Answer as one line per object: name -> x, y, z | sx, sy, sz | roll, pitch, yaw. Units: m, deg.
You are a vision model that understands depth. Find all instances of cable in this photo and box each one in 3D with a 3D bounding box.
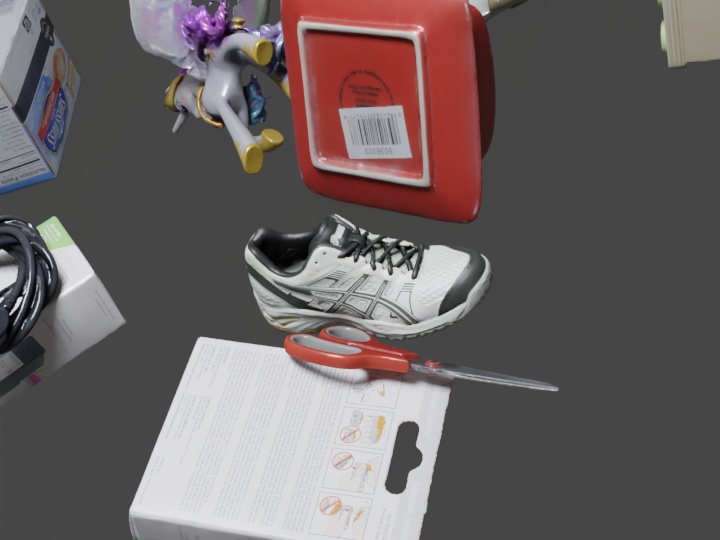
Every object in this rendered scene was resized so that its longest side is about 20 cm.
cable -> -0.339, 0.034, 0.995 | 0.162, 0.051, 0.201 | 7, 52, 37

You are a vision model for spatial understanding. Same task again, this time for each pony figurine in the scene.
pony figurine -> -0.134, -0.206, 1.161 | 0.165, 0.195, 0.199 | -9, 26, -36

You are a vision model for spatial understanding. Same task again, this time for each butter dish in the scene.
butter dish -> 0.045, -0.162, 1.031 | 0.198, 0.202, 0.147 | 13, 29, 36

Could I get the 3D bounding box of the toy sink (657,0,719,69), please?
toy sink -> 0.307, -0.256, 1.027 | 0.198, 0.113, 0.131 | -2, 44, 19

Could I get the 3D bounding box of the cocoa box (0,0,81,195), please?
cocoa box -> -0.401, -0.189, 1.308 | 0.132, 0.132, 0.201 | -16, 40, 11

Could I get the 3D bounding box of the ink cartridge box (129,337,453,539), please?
ink cartridge box -> -0.044, 0.132, 0.848 | 0.198, 0.050, 0.162 | 8, 47, 10

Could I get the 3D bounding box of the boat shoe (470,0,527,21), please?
boat shoe -> 0.134, -0.288, 1.168 | 0.199, 0.075, 0.068 | -31, 4, -7

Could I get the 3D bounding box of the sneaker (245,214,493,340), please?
sneaker -> 0.000, 0.000, 0.923 | 0.198, 0.088, 0.076 | -5, 41, 20

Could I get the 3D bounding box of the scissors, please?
scissors -> 0.037, 0.070, 0.852 | 0.198, 0.014, 0.073 | 15, 15, 32

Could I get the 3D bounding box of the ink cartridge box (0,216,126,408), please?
ink cartridge box -> -0.319, 0.054, 1.046 | 0.199, 0.068, 0.117 | -34, 41, -12
